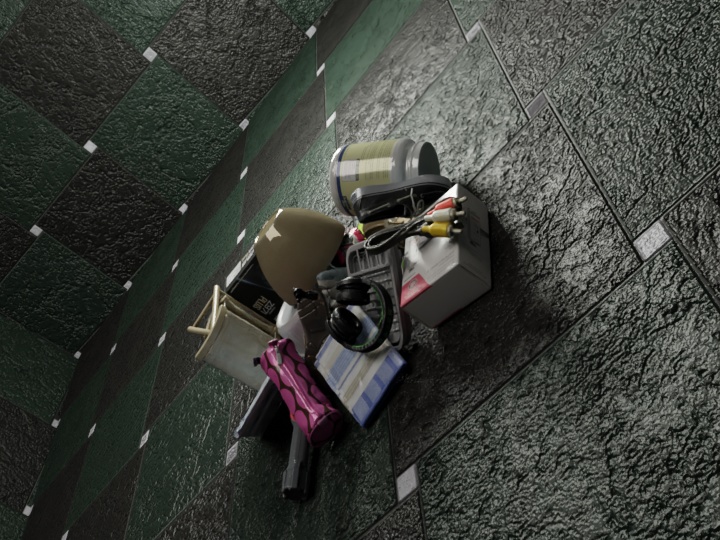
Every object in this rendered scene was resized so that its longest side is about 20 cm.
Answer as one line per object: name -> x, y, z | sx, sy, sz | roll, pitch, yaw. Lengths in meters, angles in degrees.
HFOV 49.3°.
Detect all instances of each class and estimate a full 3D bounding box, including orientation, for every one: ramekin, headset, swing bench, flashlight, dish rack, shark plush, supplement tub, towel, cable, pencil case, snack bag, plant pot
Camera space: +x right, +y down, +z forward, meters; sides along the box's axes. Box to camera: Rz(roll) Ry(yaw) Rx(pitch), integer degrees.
ramekin -> -0.097, 0.077, 1.654 | 0.203, 0.093, 0.204 | -49, 17, 21
headset -> -0.031, 0.067, 1.383 | 0.197, 0.093, 0.127 | 20, 93, 43
swing bench -> -0.274, 0.162, 1.797 | 0.131, 0.197, 0.200 | -55, 24, 2
flashlight -> -0.110, 0.326, 1.456 | 0.067, 0.067, 0.204 | -31, 39, 36
dish rack -> 0.038, 0.046, 1.418 | 0.171, 0.043, 0.206 | -16, 81, 61
shark plush -> 0.000, 0.000, 1.555 | 0.198, 0.085, 0.090 | -34, 9, -27
supplement tub -> 0.050, -0.187, 1.580 | 0.195, 0.146, 0.148 | -2, 53, 28
towel -> -0.003, 0.165, 1.404 | 0.149, 0.024, 0.200 | -58, 41, 12
cable -> 0.092, -0.081, 1.299 | 0.196, 0.051, 0.099 | -7, 48, 30
pencil case -> -0.111, 0.220, 1.437 | 0.089, 0.201, 0.095 | -27, -31, -23
snack bag -> -0.183, 0.258, 1.603 | 0.191, 0.021, 0.200 | -60, -10, -8
plant pot -> -0.142, -0.051, 1.621 | 0.201, 0.133, 0.201 | -49, 16, 18

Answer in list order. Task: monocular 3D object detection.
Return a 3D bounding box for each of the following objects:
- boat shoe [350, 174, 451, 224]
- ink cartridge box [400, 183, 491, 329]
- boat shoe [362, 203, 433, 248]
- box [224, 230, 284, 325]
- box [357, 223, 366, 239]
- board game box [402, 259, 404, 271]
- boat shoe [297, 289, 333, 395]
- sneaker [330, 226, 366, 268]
boat shoe -> 0.082, -0.123, 1.426 | 0.074, 0.194, 0.069 | 118, 139, -56
ink cartridge box -> 0.145, -0.026, 1.346 | 0.146, 0.082, 0.203 | -39, 30, 36
boat shoe -> 0.081, -0.081, 1.531 | 0.196, 0.072, 0.067 | -11, 57, 36
box -> -0.211, 0.008, 1.906 | 0.201, 0.162, 0.087 | -48, 25, 18
box -> 0.059, -0.142, 1.702 | 0.121, 0.047, 0.204 | -18, 46, 55
board game box -> 0.052, 0.052, 1.510 | 0.199, 0.030, 0.097 | -41, 29, 30
boat shoe -> -0.077, 0.139, 1.530 | 0.072, 0.073, 0.206 | 47, -144, -88
sneaker -> -0.044, -0.038, 1.676 | 0.074, 0.082, 0.200 | -35, -1, -18
